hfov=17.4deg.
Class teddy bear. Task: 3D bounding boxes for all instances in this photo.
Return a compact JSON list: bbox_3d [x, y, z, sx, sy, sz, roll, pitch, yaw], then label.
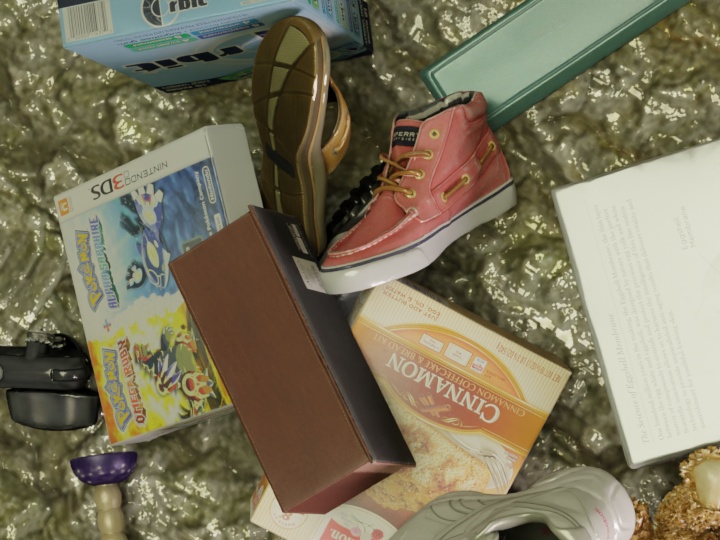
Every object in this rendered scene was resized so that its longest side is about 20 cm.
[{"bbox_3d":[0.230,0.189,1.609,0.145,0.200,0.067,-3,45,-10],"label":"teddy bear"}]

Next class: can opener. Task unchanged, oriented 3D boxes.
[{"bbox_3d":[-0.294,0.076,1.794,0.200,0.063,0.079,7,89,16],"label":"can opener"}]

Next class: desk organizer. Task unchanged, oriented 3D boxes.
[{"bbox_3d":[-0.048,0.063,1.606,0.077,0.072,0.200,-32,72,18],"label":"desk organizer"}]

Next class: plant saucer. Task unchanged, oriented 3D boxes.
[{"bbox_3d":[0.140,-0.172,1.712,0.200,0.019,0.070,-33,79,10],"label":"plant saucer"}]

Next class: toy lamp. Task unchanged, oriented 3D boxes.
[{"bbox_3d":[-0.178,0.237,1.758,0.058,0.058,0.200,-9,82,15],"label":"toy lamp"}]

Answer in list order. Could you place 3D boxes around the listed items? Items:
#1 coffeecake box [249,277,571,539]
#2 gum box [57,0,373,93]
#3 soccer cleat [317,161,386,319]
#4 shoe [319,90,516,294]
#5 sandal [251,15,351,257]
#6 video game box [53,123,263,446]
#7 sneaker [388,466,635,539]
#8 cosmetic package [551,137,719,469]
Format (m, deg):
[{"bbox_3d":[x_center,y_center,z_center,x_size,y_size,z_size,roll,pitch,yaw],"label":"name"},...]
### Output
[{"bbox_3d":[0.033,0.120,1.673,0.153,0.073,0.200,28,95,-5],"label":"coffeecake box"},{"bbox_3d":[-0.099,-0.176,1.683,0.170,0.200,0.045,-10,83,15],"label":"gum box"},{"bbox_3d":[0.000,0.000,1.724,0.073,0.068,0.200,34,91,-10],"label":"soccer cleat"},{"bbox_3d":[0.032,-0.057,1.641,0.071,0.200,0.091,-4,109,43],"label":"shoe"},{"bbox_3d":[-0.035,-0.096,1.650,0.054,0.200,0.080,-22,43,-25],"label":"sandal"},{"bbox_3d":[-0.136,0.013,1.725,0.182,0.047,0.200,-22,79,45],"label":"video game box"},{"bbox_3d":[0.079,0.188,1.572,0.200,0.099,0.078,-25,91,30],"label":"sneaker"},{"bbox_3d":[0.259,0.014,1.613,0.200,0.123,0.199,-16,83,13],"label":"cosmetic package"}]
